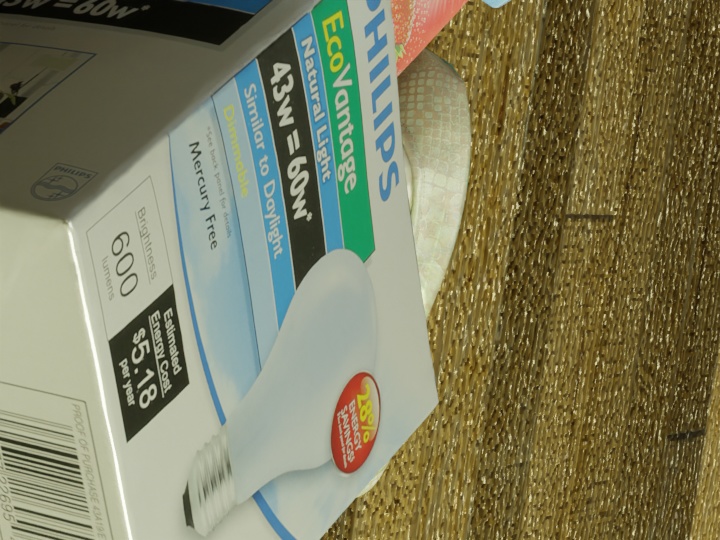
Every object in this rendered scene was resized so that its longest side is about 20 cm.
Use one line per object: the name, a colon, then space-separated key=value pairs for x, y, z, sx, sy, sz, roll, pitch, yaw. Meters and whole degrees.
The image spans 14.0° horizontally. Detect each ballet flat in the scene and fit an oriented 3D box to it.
ballet flat: x=0.000 y=0.000 z=1.218 sx=0.062 sy=0.067 sz=0.200 roll=10 pitch=90 yaw=-53

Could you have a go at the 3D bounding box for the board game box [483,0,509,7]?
board game box: x=-0.016 y=-0.195 z=0.969 sx=0.037 sy=0.200 sz=0.151 roll=171 pitch=-60 yaw=-80

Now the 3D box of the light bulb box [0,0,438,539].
light bulb box: x=-0.079 y=0.008 z=1.001 sx=0.200 sy=0.125 sz=0.198 roll=-46 pitch=138 yaw=-45

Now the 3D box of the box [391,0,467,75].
box: x=-0.004 y=-0.149 z=1.120 sx=0.200 sy=0.095 sz=0.103 roll=-48 pitch=140 yaw=-45
